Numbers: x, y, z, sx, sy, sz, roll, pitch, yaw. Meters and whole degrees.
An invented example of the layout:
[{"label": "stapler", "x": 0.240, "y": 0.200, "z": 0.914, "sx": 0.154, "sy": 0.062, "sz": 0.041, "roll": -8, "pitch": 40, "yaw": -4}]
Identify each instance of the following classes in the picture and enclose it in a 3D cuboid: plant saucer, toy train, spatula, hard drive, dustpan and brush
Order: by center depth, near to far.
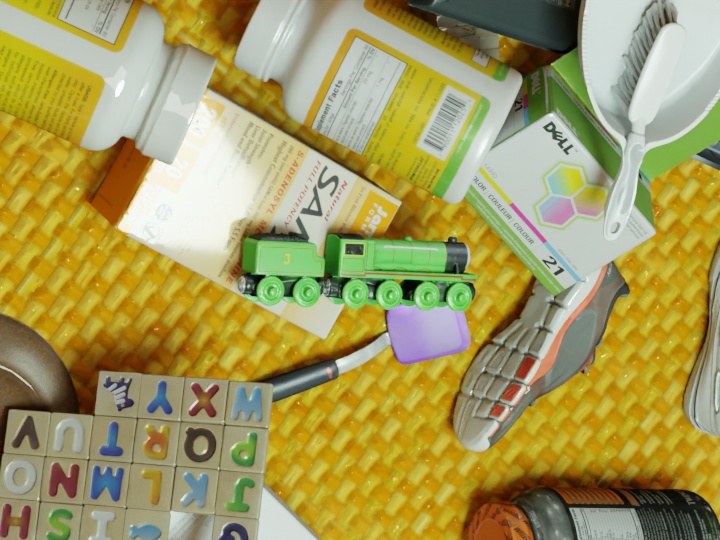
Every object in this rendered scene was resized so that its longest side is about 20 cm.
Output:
[{"label": "plant saucer", "x": -0.303, "y": 0.129, "z": 1.709, "sx": 0.199, "sy": 0.037, "sz": 0.202, "roll": -7, "pitch": 107, "yaw": -22}, {"label": "dustpan and brush", "x": 0.211, "y": -0.123, "z": 1.712, "sx": 0.139, "sy": 0.057, "sz": 0.201, "roll": 10, "pitch": 111, "yaw": -22}, {"label": "toy train", "x": 0.000, "y": 0.000, "z": 1.718, "sx": 0.198, "sy": 0.042, "sz": 0.057, "roll": 2, "pitch": 95, "yaw": -26}, {"label": "hard drive", "x": 0.116, "y": -0.250, "z": 1.721, "sx": 0.199, "sy": 0.033, "sz": 0.141, "roll": 10, "pitch": 91, "yaw": -52}, {"label": "spatula", "x": -0.007, "y": 0.070, "z": 1.824, "sx": 0.199, "sy": 0.021, "sz": 0.057, "roll": -21, "pitch": 113, "yaw": -16}]

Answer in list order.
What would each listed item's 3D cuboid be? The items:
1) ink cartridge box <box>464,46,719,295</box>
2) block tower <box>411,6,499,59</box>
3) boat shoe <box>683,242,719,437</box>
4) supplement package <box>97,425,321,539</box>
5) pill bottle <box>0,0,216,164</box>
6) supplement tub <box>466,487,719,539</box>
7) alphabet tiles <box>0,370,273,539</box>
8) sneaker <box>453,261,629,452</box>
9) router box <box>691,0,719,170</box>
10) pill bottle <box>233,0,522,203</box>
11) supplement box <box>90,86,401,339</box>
[{"label": "ink cartridge box", "x": 0.189, "y": -0.096, "z": 1.780, "sx": 0.199, "sy": 0.076, "sz": 0.148, "roll": -32, "pitch": 119, "yaw": 24}, {"label": "block tower", "x": 0.070, "y": -0.243, "z": 1.750, "sx": 0.057, "sy": 0.054, "sz": 0.202, "roll": -8, "pitch": 107, "yaw": -21}, {"label": "boat shoe", "x": 0.334, "y": 0.049, "z": 1.936, "sx": 0.073, "sy": 0.067, "sz": 0.202, "roll": 5, "pitch": 103, "yaw": -24}, {"label": "supplement package", "x": -0.113, "y": 0.209, "z": 1.766, "sx": 0.117, "sy": 0.117, "sz": 0.200, "roll": -46, "pitch": 116, "yaw": -5}, {"label": "pill bottle", "x": -0.207, "y": -0.153, "z": 1.597, "sx": 0.199, "sy": 0.113, "sz": 0.113, "roll": 24, "pitch": 95, "yaw": -7}, {"label": "supplement tub", "x": 0.195, "y": 0.243, "z": 1.902, "sx": 0.198, "sy": 0.122, "sz": 0.124, "roll": 3, "pitch": 104, "yaw": -23}, {"label": "alphabet tiles", "x": -0.169, "y": 0.158, "z": 1.670, "sx": 0.198, "sy": 0.008, "sz": 0.169, "roll": 4, "pitch": 77, "yaw": 8}, {"label": "sneaker", "x": 0.157, "y": 0.074, "z": 1.867, "sx": 0.082, "sy": 0.077, "sz": 0.201, "roll": 36, "pitch": 90, "yaw": -33}, {"label": "router box", "x": 0.310, "y": -0.155, "z": 1.832, "sx": 0.199, "sy": 0.053, "sz": 0.157, "roll": 22, "pitch": 133, "yaw": -27}, {"label": "pill bottle", "x": 0.011, "y": -0.143, "z": 1.694, "sx": 0.199, "sy": 0.111, "sz": 0.112, "roll": 28, "pitch": 93, "yaw": 0}, {"label": "supplement box", "x": -0.086, "y": -0.051, "z": 1.727, "sx": 0.199, "sy": 0.073, "sz": 0.127, "roll": 28, "pitch": 93, "yaw": -27}]
